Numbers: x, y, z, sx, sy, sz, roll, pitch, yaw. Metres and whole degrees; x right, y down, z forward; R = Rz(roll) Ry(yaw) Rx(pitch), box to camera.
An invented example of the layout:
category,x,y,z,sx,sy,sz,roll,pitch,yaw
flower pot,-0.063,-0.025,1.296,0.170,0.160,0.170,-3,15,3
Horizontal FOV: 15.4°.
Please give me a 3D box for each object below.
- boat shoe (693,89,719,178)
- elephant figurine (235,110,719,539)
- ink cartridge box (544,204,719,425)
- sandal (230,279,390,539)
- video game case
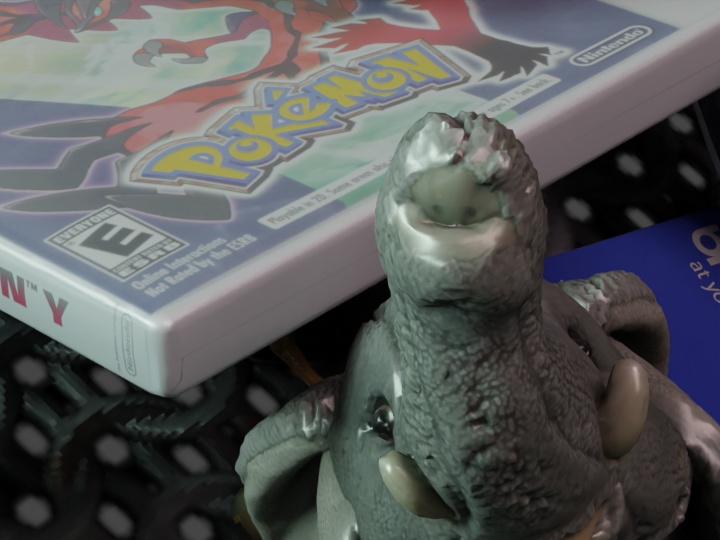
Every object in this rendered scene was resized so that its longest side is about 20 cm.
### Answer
category,x,y,z,sx,sy,sz,roll,pitch,yaw
boat shoe,0.133,-0.047,0.750,0.200,0.074,0.062,56,-2,-21
elephant figurine,0.037,0.058,0.580,0.141,0.155,0.201,-23,99,-44
ink cartridge box,0.114,0.079,0.736,0.094,0.044,0.200,-17,62,-36
sandal,0.000,0.000,0.721,0.054,0.080,0.200,38,40,-11
video game case,-0.034,-0.050,0.647,0.182,0.023,0.200,25,41,38
